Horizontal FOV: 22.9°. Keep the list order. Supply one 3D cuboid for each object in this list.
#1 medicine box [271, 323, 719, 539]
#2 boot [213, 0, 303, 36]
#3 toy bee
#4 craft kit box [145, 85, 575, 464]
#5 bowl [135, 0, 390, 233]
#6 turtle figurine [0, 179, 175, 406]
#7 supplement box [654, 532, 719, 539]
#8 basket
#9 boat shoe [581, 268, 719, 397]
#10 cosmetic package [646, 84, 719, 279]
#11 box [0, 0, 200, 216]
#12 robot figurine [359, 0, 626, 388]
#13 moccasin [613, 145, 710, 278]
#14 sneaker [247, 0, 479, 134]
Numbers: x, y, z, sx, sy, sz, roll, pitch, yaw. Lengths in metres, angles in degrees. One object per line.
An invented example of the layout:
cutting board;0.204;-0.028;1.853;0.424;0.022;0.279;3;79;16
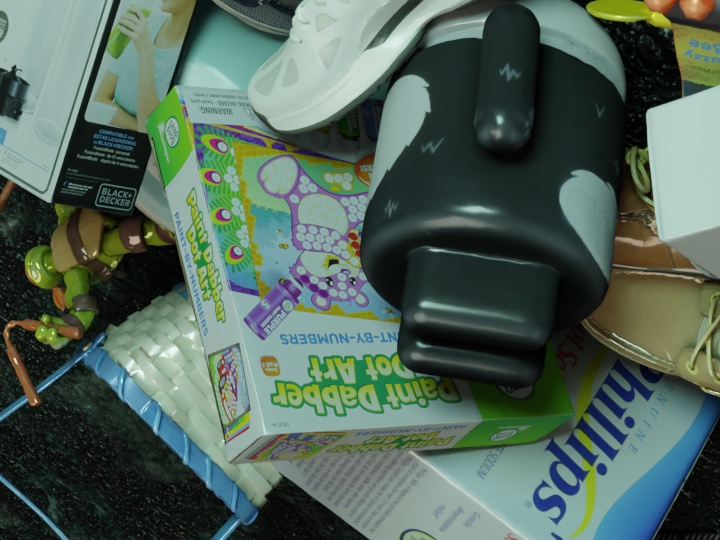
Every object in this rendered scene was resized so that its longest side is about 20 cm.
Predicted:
medicine box;0.085;0.090;1.041;0.200;0.182;0.103;36;142;3
boot;-0.051;-0.164;0.910;0.200;0.073;0.090;20;-173;-42
toy bee;0.160;-0.130;0.827;0.131;0.109;0.200;-4;125;43
craft kit box;0.000;0.000;0.943;0.049;0.200;0.198;-38;60;48
bowl;-0.081;-0.091;1.057;0.201;0.105;0.201;21;139;20
turtle figurine;-0.175;-0.016;1.187;0.161;0.200;0.064;-28;142;34
supplement box;0.233;0.229;1.160;0.200;0.061;0.109;-9;122;42
basket;-0.136;0.117;1.222;0.176;0.200;0.139;51;166;-15
boat shoe;0.210;0.036;0.951;0.200;0.066;0.074;14;98;14
cosmetic package;0.240;-0.057;0.798;0.200;0.074;0.102;-16;155;30
box;-0.151;-0.144;0.983;0.117;0.060;0.200;30;104;42
robot figurine;0.064;-0.046;0.871;0.125;0.200;0.150;28;147;-31
moccasin;0.169;-0.036;0.941;0.201;0.074;0.078;16;127;30
sneaker;-0.012;-0.153;0.847;0.115;0.076;0.200;35;129;-25
